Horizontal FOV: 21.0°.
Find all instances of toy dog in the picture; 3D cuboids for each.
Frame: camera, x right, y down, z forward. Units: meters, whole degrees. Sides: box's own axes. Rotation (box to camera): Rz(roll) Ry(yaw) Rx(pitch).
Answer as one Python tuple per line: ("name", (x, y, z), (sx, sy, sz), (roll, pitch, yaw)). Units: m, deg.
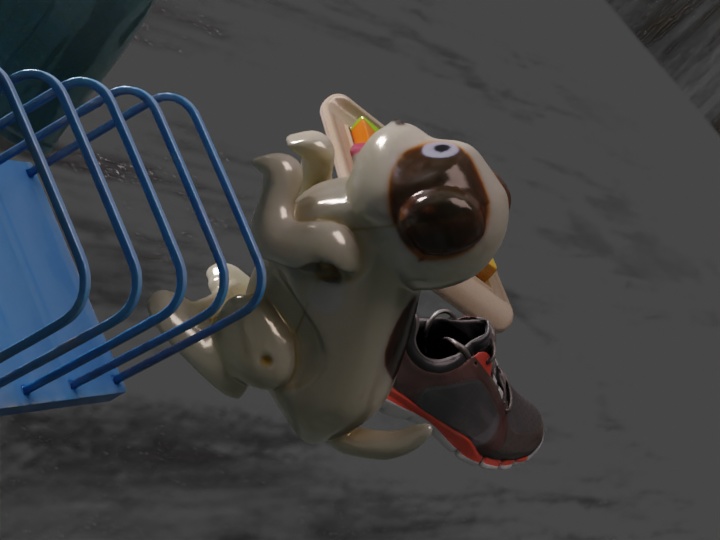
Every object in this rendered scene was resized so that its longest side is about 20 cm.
("toy dog", (0.000, 0.000, 1.166), (0.194, 0.200, 0.139), (49, 21, 13))

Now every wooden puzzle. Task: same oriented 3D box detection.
("wooden puzzle", (0.049, -0.054, 1.612), (0.185, 0.037, 0.200), (37, 22, -23))

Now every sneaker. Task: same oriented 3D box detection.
("sneaker", (0.075, 0.075, 1.340), (0.199, 0.082, 0.077), (25, 28, -43))

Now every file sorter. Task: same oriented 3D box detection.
("file sorter", (-0.151, -0.016, 0.952), (0.140, 0.122, 0.200), (66, 20, 9))

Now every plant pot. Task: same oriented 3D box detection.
("plant pot", (-0.194, -0.204, 1.139), (0.200, 0.188, 0.200), (43, 7, -7))
